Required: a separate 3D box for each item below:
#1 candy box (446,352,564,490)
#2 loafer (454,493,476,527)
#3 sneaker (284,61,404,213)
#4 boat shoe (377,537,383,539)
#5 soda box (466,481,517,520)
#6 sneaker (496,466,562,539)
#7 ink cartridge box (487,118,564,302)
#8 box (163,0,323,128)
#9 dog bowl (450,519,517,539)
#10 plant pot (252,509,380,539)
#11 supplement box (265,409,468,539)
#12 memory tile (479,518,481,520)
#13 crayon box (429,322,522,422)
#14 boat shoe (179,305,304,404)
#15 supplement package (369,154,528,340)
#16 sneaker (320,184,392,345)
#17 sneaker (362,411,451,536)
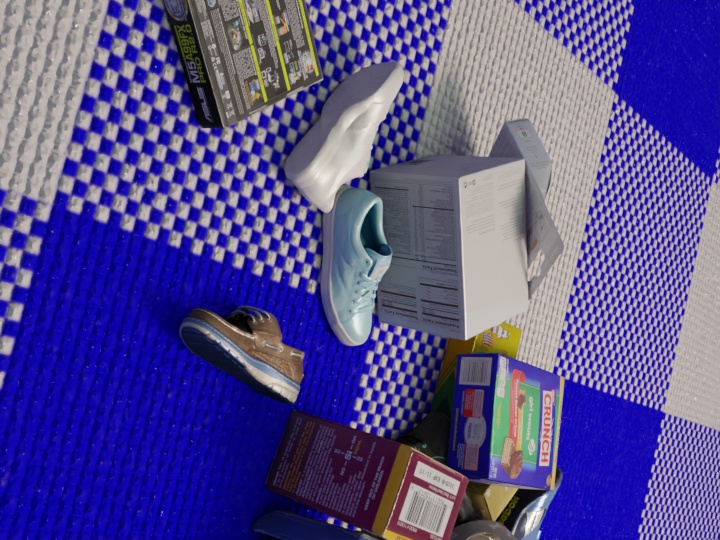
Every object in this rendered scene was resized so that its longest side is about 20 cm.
[{"bbox_3d":[0.210,0.219,1.348,0.199,0.076,0.173,22,71,-50],"label":"candy box"},{"bbox_3d":[0.140,0.359,1.390,0.071,0.067,0.202,-86,160,-44],"label":"loafer"},{"bbox_3d":[-0.007,-0.159,1.130,0.201,0.075,0.089,-52,128,-16],"label":"sneaker"},{"bbox_3d":[0.049,0.391,1.291,0.070,0.069,0.204,18,83,-52],"label":"boat shoe"},{"bbox_3d":[0.225,0.292,1.474,0.200,0.067,0.065,-44,128,-34],"label":"soda box"},{"bbox_3d":[0.254,0.392,1.501,0.200,0.073,0.083,-45,127,-22],"label":"sneaker"},{"bbox_3d":[0.223,-0.075,1.279,0.056,0.203,0.164,-13,152,-21],"label":"ink cartridge box"},{"bbox_3d":[-0.126,-0.272,0.996,0.160,0.044,0.203,-36,122,-39],"label":"box"},{"bbox_3d":[0.152,0.442,1.363,0.196,0.059,0.203,-14,130,-18],"label":"dog bowl"},{"bbox_3d":[-0.034,0.397,1.113,0.199,0.197,0.183,35,66,-45],"label":"plant pot"},{"bbox_3d":[0.007,0.252,1.122,0.130,0.198,0.105,34,71,-45],"label":"supplement box"},{"bbox_3d":[0.214,0.464,1.532,0.153,0.017,0.203,39,69,-45],"label":"memory tile"},{"bbox_3d":[0.169,0.169,1.402,0.126,0.050,0.204,23,80,-48],"label":"crayon box"},{"bbox_3d":[-0.127,0.079,1.047,0.200,0.071,0.074,48,57,-53],"label":"boat shoe"},{"bbox_3d":[0.117,-0.037,1.231,0.150,0.149,0.204,-19,110,-45],"label":"supplement package"},{"bbox_3d":[0.000,0.000,1.158,0.073,0.081,0.204,-21,112,-43],"label":"sneaker"},{"bbox_3d":[0.059,0.261,1.278,0.201,0.074,0.080,-50,128,-31],"label":"sneaker"}]
